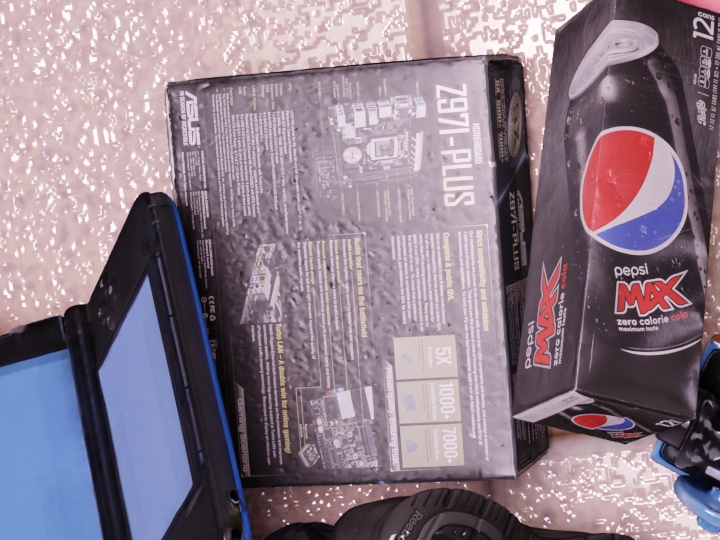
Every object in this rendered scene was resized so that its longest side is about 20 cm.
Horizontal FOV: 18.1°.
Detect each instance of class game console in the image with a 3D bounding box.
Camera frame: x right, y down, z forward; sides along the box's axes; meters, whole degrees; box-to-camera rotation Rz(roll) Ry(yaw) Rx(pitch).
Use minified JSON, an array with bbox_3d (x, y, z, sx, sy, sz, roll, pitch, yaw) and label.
[{"bbox_3d":[-0.144,0.087,1.044,0.171,0.118,0.201,121,141,-48],"label":"game console"}]

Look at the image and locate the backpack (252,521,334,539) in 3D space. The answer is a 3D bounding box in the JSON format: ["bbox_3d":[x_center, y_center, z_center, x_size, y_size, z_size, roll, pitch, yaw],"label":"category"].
[{"bbox_3d":[-0.075,0.208,1.135,0.199,0.167,0.127,-31,67,17],"label":"backpack"}]

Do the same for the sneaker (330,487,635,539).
[{"bbox_3d":[0.073,0.150,1.099,0.199,0.091,0.076,29,75,-29],"label":"sneaker"}]

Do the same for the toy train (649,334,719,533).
[{"bbox_3d":[0.231,0.102,1.058,0.199,0.114,0.087,27,107,11],"label":"toy train"}]

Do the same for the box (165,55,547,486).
[{"bbox_3d":[0.000,0.000,1.114,0.163,0.086,0.201,-4,93,16],"label":"box"}]

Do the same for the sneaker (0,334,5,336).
[{"bbox_3d":[-0.144,0.059,1.178,0.115,0.075,0.200,-40,94,9],"label":"sneaker"}]

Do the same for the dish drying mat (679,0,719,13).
[{"bbox_3d":[0.167,-0.192,1.101,0.076,0.018,0.201,-18,90,16],"label":"dish drying mat"}]

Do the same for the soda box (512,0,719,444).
[{"bbox_3d":[0.122,-0.026,1.051,0.063,0.071,0.201,13,71,-18],"label":"soda box"}]
